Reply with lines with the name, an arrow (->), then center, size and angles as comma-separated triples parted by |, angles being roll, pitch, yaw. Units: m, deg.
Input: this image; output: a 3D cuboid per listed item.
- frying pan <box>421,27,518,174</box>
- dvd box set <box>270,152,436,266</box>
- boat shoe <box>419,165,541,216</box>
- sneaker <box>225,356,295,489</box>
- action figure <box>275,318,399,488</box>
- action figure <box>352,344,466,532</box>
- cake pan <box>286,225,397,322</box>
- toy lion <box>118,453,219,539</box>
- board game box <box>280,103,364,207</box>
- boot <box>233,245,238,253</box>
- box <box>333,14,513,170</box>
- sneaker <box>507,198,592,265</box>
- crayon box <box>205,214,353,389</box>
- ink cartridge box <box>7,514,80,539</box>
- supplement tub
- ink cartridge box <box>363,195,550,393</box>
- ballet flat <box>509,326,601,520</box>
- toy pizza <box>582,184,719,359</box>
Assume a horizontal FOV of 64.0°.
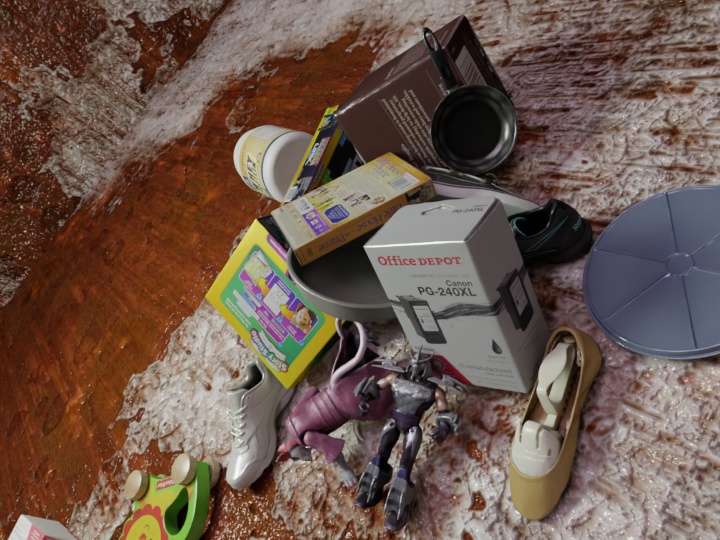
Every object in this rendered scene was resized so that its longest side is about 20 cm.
frying pan -> 0.120, -0.210, 0.760 | 0.115, 0.190, 0.031 | -50, 4, 13
dvd box set -> -0.015, -0.090, 0.784 | 0.199, 0.030, 0.146 | -28, 32, -8
boat shoe -> 0.159, -0.106, 0.789 | 0.199, 0.071, 0.064 | 18, 67, 27
sneaker -> -0.174, 0.223, 0.875 | 0.078, 0.099, 0.201 | -11, 53, 40
action figure -> -0.034, 0.179, 0.742 | 0.200, 0.149, 0.134 | -38, 44, -5
action figure -> 0.050, 0.185, 0.668 | 0.130, 0.069, 0.201 | 14, 90, 32
cake pan -> 0.000, 0.000, 0.775 | 0.201, 0.199, 0.037 | -118, 27, -50
toy lion -> -0.316, 0.409, 0.912 | 0.199, 0.069, 0.193 | -26, 51, 29
board game box -> -0.024, -0.144, 0.960 | 0.056, 0.165, 0.201 | 0, 61, 45
boot -> -0.131, -0.033, 0.948 | 0.200, 0.175, 0.069 | 35, 51, 19
box -> 0.101, -0.247, 0.881 | 0.199, 0.166, 0.165 | -21, 27, 33
sneaker -> 0.184, -0.032, 0.730 | 0.199, 0.079, 0.076 | -28, 44, 30
crayon box -> -0.118, 0.048, 0.867 | 0.200, 0.058, 0.173 | 46, 120, 11
ink cartridge box -> -0.622, 0.579, 1.066 | 0.145, 0.085, 0.201 | -2, 61, 45
supplement tub -> -0.168, -0.221, 1.186 | 0.145, 0.144, 0.200 | -56, 38, -5
ink cartridge box -> 0.111, 0.029, 0.647 | 0.145, 0.201, 0.083 | -1, 35, 46
ballet flat -> 0.189, 0.149, 0.592 | 0.068, 0.063, 0.201 | 5, 64, 46
toy pizza -> 0.331, 0.001, 0.592 | 0.199, 0.032, 0.201 | -25, 46, 29
